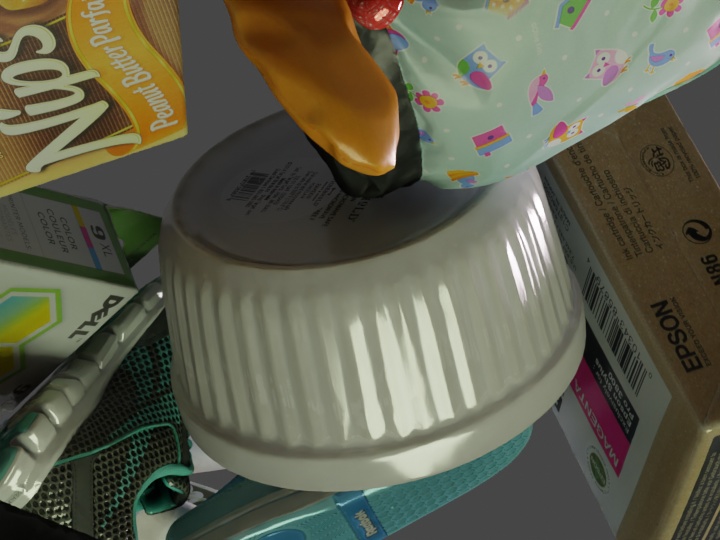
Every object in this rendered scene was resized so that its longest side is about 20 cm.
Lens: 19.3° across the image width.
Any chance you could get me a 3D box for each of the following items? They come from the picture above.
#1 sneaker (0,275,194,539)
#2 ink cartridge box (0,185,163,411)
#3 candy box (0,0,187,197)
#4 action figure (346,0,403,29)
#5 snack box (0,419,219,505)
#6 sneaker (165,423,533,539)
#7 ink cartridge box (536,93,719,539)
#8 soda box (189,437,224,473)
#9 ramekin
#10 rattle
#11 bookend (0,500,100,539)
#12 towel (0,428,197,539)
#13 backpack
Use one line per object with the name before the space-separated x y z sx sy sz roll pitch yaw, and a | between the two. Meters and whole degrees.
sneaker | -0.115 0.077 1.047 0.078 0.091 0.200 -38 -170 38
ink cartridge box | -0.177 0.011 0.993 0.104 0.060 0.200 -41 148 26
candy box | -0.133 -0.111 0.826 0.115 0.055 0.200 -19 151 -14
action figure | 0.052 -0.179 0.792 0.065 0.052 0.201 28 92 -53
snack box | -0.116 0.151 1.179 0.199 0.037 0.116 19 149 -5
sneaker | -0.026 0.077 1.078 0.199 0.131 0.080 -25 149 -9
ink cartridge box | 0.143 0.029 1.062 0.075 0.201 0.165 -16 149 -16
soda box | -0.022 0.061 1.160 0.199 0.064 0.068 -6 152 -11
ramekin | 0.000 0.000 0.978 0.199 0.200 0.106 -20 122 -10
rattle | 0.007 -0.160 0.716 0.200 0.143 0.130 -47 145 8
bookend | -0.253 0.145 0.904 0.198 0.093 0.200 27 147 -34
towel | -0.169 0.136 1.122 0.199 0.024 0.147 22 144 -9
backpack | 0.063 -0.121 0.897 0.199 0.127 0.167 -26 149 -6
